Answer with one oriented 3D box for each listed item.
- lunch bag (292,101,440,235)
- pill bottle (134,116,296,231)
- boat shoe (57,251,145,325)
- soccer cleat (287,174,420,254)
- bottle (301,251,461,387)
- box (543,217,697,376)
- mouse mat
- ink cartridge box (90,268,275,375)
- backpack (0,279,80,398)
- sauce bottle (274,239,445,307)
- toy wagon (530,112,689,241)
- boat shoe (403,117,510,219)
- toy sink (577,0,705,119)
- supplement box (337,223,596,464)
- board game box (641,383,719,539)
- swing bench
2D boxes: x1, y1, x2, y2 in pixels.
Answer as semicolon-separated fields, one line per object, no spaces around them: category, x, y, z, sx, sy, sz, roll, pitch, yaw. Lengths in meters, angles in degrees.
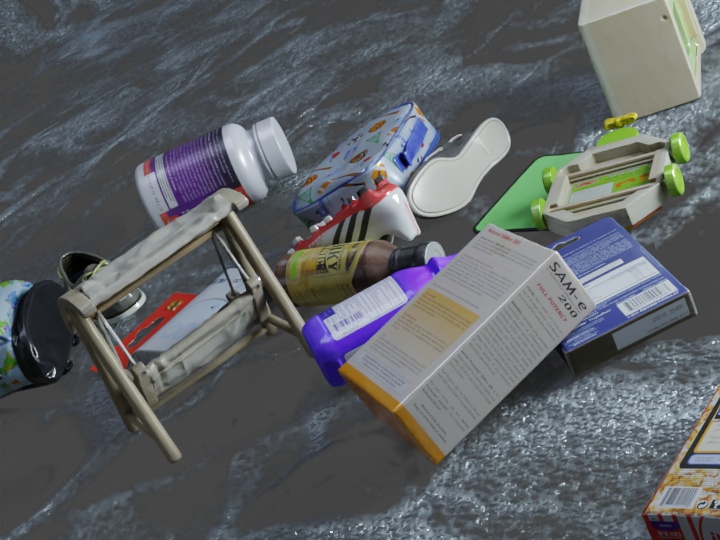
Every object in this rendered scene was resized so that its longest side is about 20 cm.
lunch bag;0.012;-0.115;1.773;0.160;0.076;0.200;-27;21;31
pill bottle;-0.191;-0.129;1.997;0.199;0.112;0.112;-23;23;8
boat shoe;-0.337;0.019;1.906;0.072;0.061;0.201;-35;25;-20
soccer cleat;-0.010;-0.029;1.663;0.200;0.085;0.069;-36;-1;44
bottle;0.042;0.039;1.462;0.199;0.066;0.084;-29;24;-5
box;0.215;0.019;1.366;0.121;0.033;0.200;-27;25;0
mouse mat;0.232;-0.087;1.601;0.199;0.008;0.161;-2;34;45
ink cartridge box;-0.209;0.058;1.709;0.199;0.047;0.160;2;36;44
backpack;-0.459;0.096;1.803;0.199;0.154;0.164;-32;27;22
sauce bottle;0.000;0.000;1.591;0.199;0.065;0.065;-9;29;35
toy wagon;0.263;-0.101;1.542;0.154;0.040;0.200;-14;27;26
boat shoe;0.104;-0.110;1.722;0.057;0.067;0.200;-24;13;48
toy sink;0.334;-0.283;1.747;0.111;0.131;0.200;-17;24;21
supplement box;0.092;0.061;1.313;0.200;0.074;0.126;-43;26;-7
board game box;0.306;0.123;1.038;0.151;0.047;0.200;-4;32;42
swing bench;-0.180;0.047;1.509;0.198;0.201;0.130;-35;24;-19
